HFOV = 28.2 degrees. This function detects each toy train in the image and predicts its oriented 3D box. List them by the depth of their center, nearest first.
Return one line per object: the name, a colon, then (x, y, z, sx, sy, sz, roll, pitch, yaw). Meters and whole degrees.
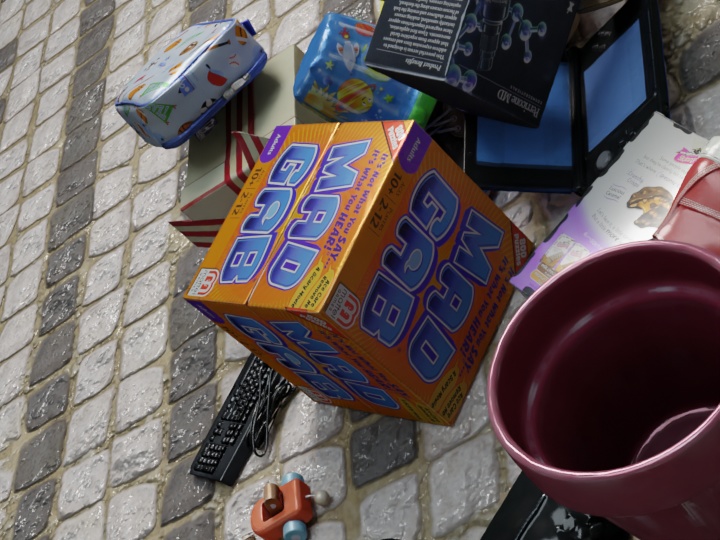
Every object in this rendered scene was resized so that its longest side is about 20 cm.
toy train: (-0.100, 0.280, 1.320, 0.150, 0.056, 0.201, -29, 40, 26)

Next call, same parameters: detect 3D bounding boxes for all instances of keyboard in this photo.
keyboard: (-0.114, 0.124, 1.491, 0.104, 0.040, 0.201, 3, 61, 49)

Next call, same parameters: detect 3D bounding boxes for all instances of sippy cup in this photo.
sippy cup: (0.005, -0.193, 1.454, 0.179, 0.129, 0.140, -80, 16, -48)

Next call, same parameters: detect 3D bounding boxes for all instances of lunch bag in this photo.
lunch bag: (-0.182, -0.207, 1.556, 0.160, 0.076, 0.200, -44, 22, -10)

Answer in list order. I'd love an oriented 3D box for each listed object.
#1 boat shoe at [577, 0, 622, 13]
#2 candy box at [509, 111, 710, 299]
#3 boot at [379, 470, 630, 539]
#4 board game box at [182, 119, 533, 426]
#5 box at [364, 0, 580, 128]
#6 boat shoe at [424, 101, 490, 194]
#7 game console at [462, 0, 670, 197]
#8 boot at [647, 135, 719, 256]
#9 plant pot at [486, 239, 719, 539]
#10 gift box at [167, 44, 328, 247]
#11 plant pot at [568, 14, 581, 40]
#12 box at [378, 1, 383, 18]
boat shoe: (0.256, -0.318, 1.426, 0.072, 0.068, 0.200, -12, 19, 33)
candy box: (0.249, -0.016, 1.210, 0.200, 0.071, 0.168, -49, 35, 1)
boot: (0.106, 0.219, 1.144, 0.198, 0.073, 0.163, 29, 82, 47)
board game box: (0.000, 0.000, 1.347, 0.199, 0.200, 0.201, 4, 60, 48)
box: (0.114, -0.252, 1.314, 0.107, 0.148, 0.202, 20, 92, 43)
boat shoe: (0.090, -0.143, 1.493, 0.072, 0.072, 0.201, -31, 39, 23)
game console: (0.193, -0.175, 1.367, 0.171, 0.118, 0.201, -46, 30, 43)
boot: (0.310, 0.009, 1.079, 0.199, 0.072, 0.145, 34, 89, 21)
plant pot: (0.216, 0.109, 1.027, 0.199, 0.179, 0.201, -22, 42, 21)
gift box: (-0.096, -0.107, 1.557, 0.184, 0.200, 0.188, -34, 39, 28)
plant pot: (0.140, -0.316, 1.516, 0.200, 0.200, 0.178, -35, 47, 18)
box: (0.057, -0.247, 1.625, 0.050, 0.075, 0.201, -26, 43, 31)
